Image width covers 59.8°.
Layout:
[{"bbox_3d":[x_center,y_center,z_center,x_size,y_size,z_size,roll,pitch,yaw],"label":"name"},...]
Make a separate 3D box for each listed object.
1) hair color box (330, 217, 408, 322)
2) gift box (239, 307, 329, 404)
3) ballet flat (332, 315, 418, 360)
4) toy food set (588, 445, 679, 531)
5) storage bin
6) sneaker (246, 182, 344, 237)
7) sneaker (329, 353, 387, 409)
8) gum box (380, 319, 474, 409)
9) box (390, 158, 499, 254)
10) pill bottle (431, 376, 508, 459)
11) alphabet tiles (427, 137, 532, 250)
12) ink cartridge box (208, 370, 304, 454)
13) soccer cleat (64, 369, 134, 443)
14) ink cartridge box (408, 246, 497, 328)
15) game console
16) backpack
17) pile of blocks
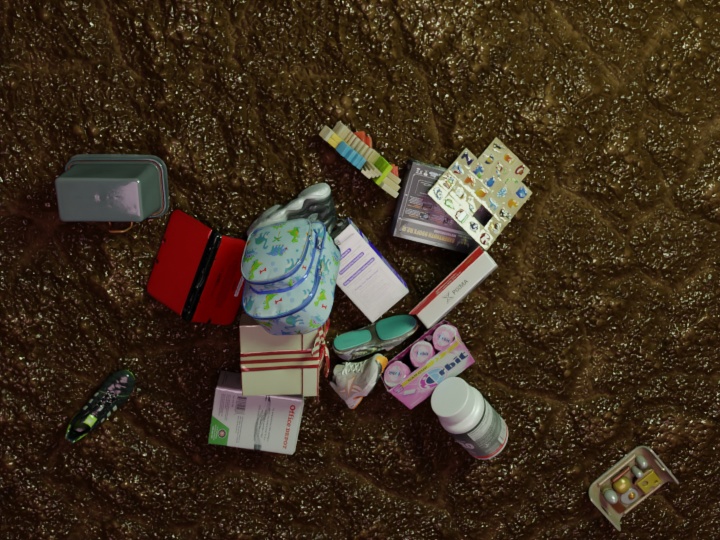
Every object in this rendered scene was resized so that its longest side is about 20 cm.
[{"bbox_3d":[0.000,0.000,1.342,0.109,0.065,0.200,-39,109,9],"label":"hair color box"},{"bbox_3d":[-0.156,0.167,1.316,0.182,0.201,0.188,-1,114,-6],"label":"gift box"},{"bbox_3d":[0.036,0.154,1.403,0.196,0.072,0.073,-16,110,0],"label":"ballet flat"},{"bbox_3d":[0.697,0.558,1.596,0.200,0.061,0.144,-42,107,10],"label":"toy food set"},{"bbox_3d":[-0.486,-0.140,1.211,0.195,0.135,0.149,0,109,-4],"label":"storage bin"},{"bbox_3d":[-0.130,-0.088,1.293,0.197,0.076,0.115,-28,112,7],"label":"sneaker"},{"bbox_3d":[-0.013,0.231,1.374,0.091,0.076,0.201,36,137,1],"label":"sneaker"},{"bbox_3d":[0.152,0.210,1.402,0.199,0.067,0.114,-38,136,7],"label":"gum box"},{"bbox_3d":[0.177,-0.132,1.321,0.196,0.048,0.162,12,107,-9],"label":"box"},{"bbox_3d":[0.246,0.335,1.423,0.113,0.114,0.200,-37,126,8],"label":"pill bottle"},{"bbox_3d":[0.255,-0.170,1.281,0.167,0.008,0.201,42,75,-2],"label":"alphabet tiles"},{"bbox_3d":[-0.233,0.322,1.417,0.196,0.083,0.150,11,107,-8],"label":"ink cartridge box"},{"bbox_3d":[-0.572,0.303,1.380,0.067,0.081,0.200,43,100,-17],"label":"soccer cleat"},{"bbox_3d":[0.199,0.040,1.317,0.200,0.176,0.045,-44,78,9],"label":"ink cartridge box"},{"bbox_3d":[-0.332,-0.004,1.333,0.170,0.118,0.203,10,111,-42],"label":"game console"},{"bbox_3d":[-0.142,0.011,1.196,0.179,0.204,0.147,-9,147,22],"label":"backpack"},{"bbox_3d":[0.012,-0.233,1.254,0.199,0.082,0.062,36,103,-15],"label":"pile of blocks"}]
